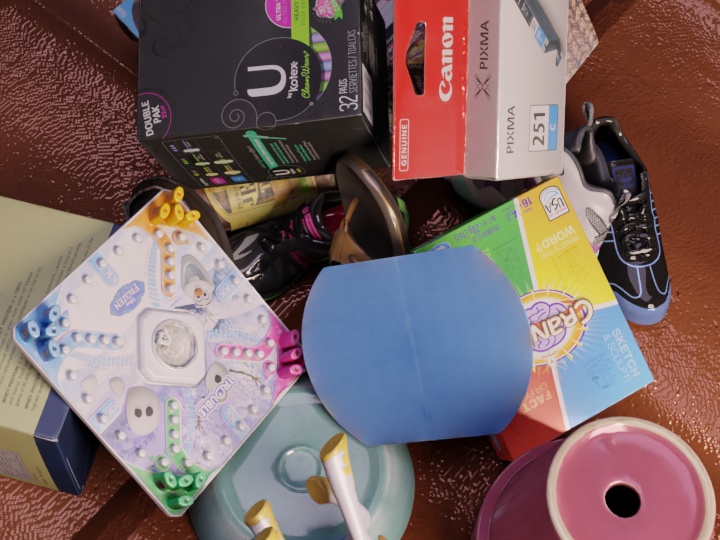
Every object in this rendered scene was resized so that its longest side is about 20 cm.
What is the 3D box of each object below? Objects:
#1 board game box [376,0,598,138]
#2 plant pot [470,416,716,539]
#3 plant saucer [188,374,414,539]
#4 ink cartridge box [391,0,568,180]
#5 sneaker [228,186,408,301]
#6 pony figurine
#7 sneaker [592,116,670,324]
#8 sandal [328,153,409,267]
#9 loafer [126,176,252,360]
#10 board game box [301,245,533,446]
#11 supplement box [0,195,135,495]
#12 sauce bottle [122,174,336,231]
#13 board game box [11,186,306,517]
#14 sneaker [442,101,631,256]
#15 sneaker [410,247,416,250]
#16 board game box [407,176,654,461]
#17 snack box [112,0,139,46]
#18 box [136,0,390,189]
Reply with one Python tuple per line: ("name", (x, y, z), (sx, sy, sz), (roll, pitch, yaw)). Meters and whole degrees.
("board game box", (0.094, -0.208, 1.256), (0.199, 0.097, 0.160), (13, 54, 46))
("plant pot", (0.194, 0.209, 1.038), (0.198, 0.180, 0.202), (2, 61, -3))
("plant saucer", (-0.051, 0.175, 1.127), (0.198, 0.036, 0.202), (1, 61, -2))
("ink cartridge box", (0.103, -0.176, 1.104), (0.175, 0.202, 0.044), (-8, 13, -43))
("sneaker", (-0.054, -0.034, 1.209), (0.198, 0.084, 0.077), (-23, 65, -4))
("pony figurine", (-0.011, 0.258, 1.008), (0.201, 0.166, 0.193), (53, 50, -15))
("sneaker", (0.245, -0.050, 1.241), (0.069, 0.078, 0.202), (-11, 62, -11))
("sandal", (0.000, 0.000, 1.144), (0.054, 0.202, 0.081), (-20, 31, -31))
("loafer", (-0.147, 0.006, 1.157), (0.073, 0.071, 0.201), (-33, 84, 20))
("board game box", (0.050, 0.061, 1.106), (0.198, 0.039, 0.160), (-8, 100, 20))
("supplement box", (-0.309, 0.056, 1.123), (0.198, 0.135, 0.202), (13, 61, 4))
("sauce bottle", (-0.123, -0.068, 1.242), (0.198, 0.065, 0.065), (-18, 63, -11))
("board game box", (-0.151, 0.061, 1.081), (0.200, 0.026, 0.200), (51, 52, -11))
("sneaker", (0.166, -0.106, 1.226), (0.200, 0.141, 0.078), (41, 31, 18))
("sneaker", (0.104, 0.020, 1.196), (0.198, 0.080, 0.074), (4, 58, -3))
("board game box", (0.147, 0.041, 1.154), (0.152, 0.040, 0.201), (-27, 93, -13))
("snack box", (-0.134, -0.215, 1.274), (0.116, 0.037, 0.200), (-41, 70, -9))
("box", (-0.083, -0.167, 1.157), (0.198, 0.124, 0.150), (-5, 72, 12))
